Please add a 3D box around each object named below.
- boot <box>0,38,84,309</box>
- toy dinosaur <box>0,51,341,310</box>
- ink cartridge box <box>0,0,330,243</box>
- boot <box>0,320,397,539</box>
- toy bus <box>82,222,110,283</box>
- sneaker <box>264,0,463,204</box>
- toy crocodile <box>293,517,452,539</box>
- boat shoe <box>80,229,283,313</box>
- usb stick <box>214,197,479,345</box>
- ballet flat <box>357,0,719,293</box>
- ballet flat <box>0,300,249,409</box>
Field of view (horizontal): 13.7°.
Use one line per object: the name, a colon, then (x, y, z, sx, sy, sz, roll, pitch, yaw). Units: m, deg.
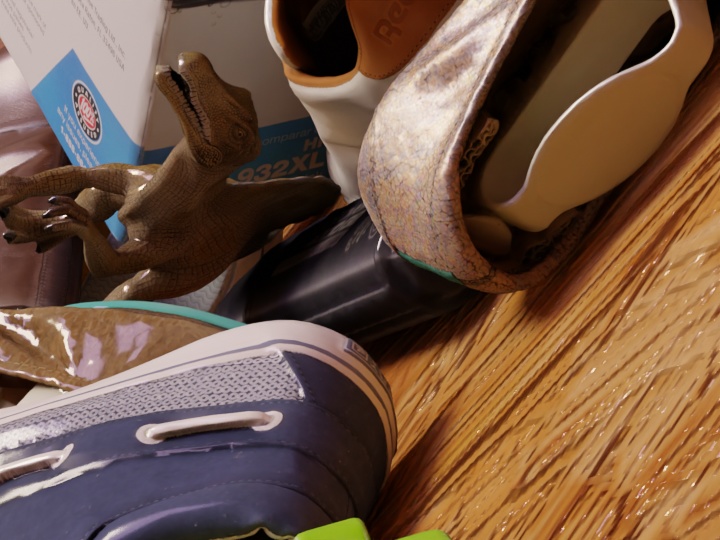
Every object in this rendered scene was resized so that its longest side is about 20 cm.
boot: (-0.158, 0.013, 1.050, 0.186, 0.064, 0.200, -42, 29, 30)
toy dinosaur: (-0.054, -0.010, 0.875, 0.101, 0.058, 0.200, -15, -10, 2)
ink cartridge box: (-0.056, -0.133, 0.956, 0.083, 0.145, 0.200, -13, -39, -25)
boot: (-0.087, 0.077, 0.714, 0.200, 0.073, 0.090, -26, 18, 18)
toy bus: (-0.087, -0.003, 1.118, 0.200, 0.065, 0.078, -53, -20, 7)
sneaker: (0.010, -0.066, 0.881, 0.073, 0.085, 0.200, -57, 7, -11)
toy crocodile: (-0.016, 0.084, 0.545, 0.067, 0.062, 0.200, -15, 0, -10)
boat shoe: (-0.089, 0.053, 1.051, 0.200, 0.074, 0.067, -49, -16, 18)
usb stick: (0.000, 0.000, 0.851, 0.055, 0.033, 0.200, -46, 6, -17)
ballet flat: (0.075, -0.076, 0.693, 0.200, 0.068, 0.067, -57, 27, 12)
ballet flat: (-0.102, 0.041, 0.817, 0.072, 0.199, 0.068, -53, -36, -39)
